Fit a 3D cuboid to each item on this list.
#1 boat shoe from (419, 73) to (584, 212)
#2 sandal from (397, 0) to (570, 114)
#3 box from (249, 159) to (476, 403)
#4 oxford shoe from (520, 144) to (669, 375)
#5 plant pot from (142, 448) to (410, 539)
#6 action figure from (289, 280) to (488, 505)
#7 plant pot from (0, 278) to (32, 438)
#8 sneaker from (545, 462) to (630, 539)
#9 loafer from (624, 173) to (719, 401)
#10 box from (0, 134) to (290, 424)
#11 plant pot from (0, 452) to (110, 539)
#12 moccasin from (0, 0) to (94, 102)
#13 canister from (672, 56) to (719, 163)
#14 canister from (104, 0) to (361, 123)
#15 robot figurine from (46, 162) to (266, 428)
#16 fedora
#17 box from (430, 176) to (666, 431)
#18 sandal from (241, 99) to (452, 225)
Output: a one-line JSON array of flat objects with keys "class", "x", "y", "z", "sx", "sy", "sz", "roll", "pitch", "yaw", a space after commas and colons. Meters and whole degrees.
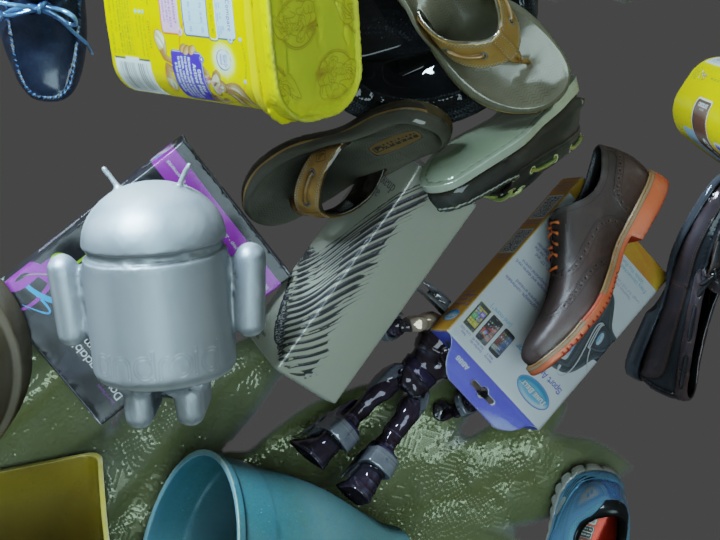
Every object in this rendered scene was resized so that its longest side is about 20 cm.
[{"class": "boat shoe", "x": 0.118, "y": -0.090, "z": 1.443, "sx": 0.201, "sy": 0.071, "sz": 0.061, "roll": -39, "pitch": 122, "yaw": -42}, {"class": "sandal", "x": 0.082, "y": -0.191, "z": 1.372, "sx": 0.080, "sy": 0.054, "sz": 0.200, "roll": -44, "pitch": 110, "yaw": -2}, {"class": "box", "x": 0.000, "y": 0.000, "z": 1.478, "sx": 0.068, "sy": 0.082, "sz": 0.201, "roll": 32, "pitch": 95, "yaw": -29}, {"class": "oxford shoe", "x": 0.170, "y": -0.009, "z": 1.466, "sx": 0.072, "sy": 0.071, "sz": 0.201, "roll": 34, "pitch": 70, "yaw": -9}, {"class": "plant pot", "x": -0.060, "y": 0.258, "z": 1.485, "sx": 0.187, "sy": 0.200, "sz": 0.201, "roll": 13, "pitch": 101, "yaw": -27}, {"class": "action figure", "x": 0.037, "y": 0.094, "z": 1.519, "sx": 0.130, "sy": 0.069, "sz": 0.200, "roll": 46, "pitch": 78, "yaw": -9}, {"class": "plant pot", "x": -0.359, "y": 0.091, "z": 1.385, "sx": 0.198, "sy": 0.174, "sz": 0.201, "roll": 0, "pitch": 108, "yaw": -1}, {"class": "sneaker", "x": 0.182, "y": 0.269, "z": 1.568, "sx": 0.078, "sy": 0.090, "sz": 0.201, "roll": 10, "pitch": 102, "yaw": -11}, {"class": "loafer", "x": 0.285, "y": 0.016, "z": 1.517, "sx": 0.063, "sy": 0.072, "sz": 0.201, "roll": 35, "pitch": 119, "yaw": 28}, {"class": "box", "x": -0.177, "y": 0.008, "z": 1.482, "sx": 0.200, "sy": 0.036, "sz": 0.143, "roll": -38, "pitch": 104, "yaw": 0}, {"class": "plant pot", "x": -0.285, "y": 0.285, "z": 1.455, "sx": 0.199, "sy": 0.200, "sz": 0.177, "roll": -10, "pitch": 115, "yaw": -7}, {"class": "moccasin", "x": -0.251, "y": -0.226, "z": 1.399, "sx": 0.080, "sy": 0.068, "sz": 0.201, "roll": -8, "pitch": 104, "yaw": -7}, {"class": "canister", "x": 0.341, "y": -0.101, "z": 1.452, "sx": 0.148, "sy": 0.200, "sz": 0.087, "roll": 32, "pitch": 96, "yaw": -14}, {"class": "canister", "x": -0.100, "y": -0.195, "z": 1.352, "sx": 0.086, "sy": 0.199, "sz": 0.150, "roll": -20, "pitch": 113, "yaw": -40}, {"class": "robot figurine", "x": -0.154, "y": 0.018, "z": 1.410, "sx": 0.168, "sy": 0.113, "sz": 0.201, "roll": -5, "pitch": 102, "yaw": -1}, {"class": "fedora", "x": 0.035, "y": -0.206, "z": 1.436, "sx": 0.199, "sy": 0.092, "sz": 0.202, "roll": -3, "pitch": 103, "yaw": -14}, {"class": "box", "x": 0.150, "y": 0.035, "z": 1.509, "sx": 0.200, "sy": 0.041, "sz": 0.119, "roll": -47, "pitch": 106, "yaw": -13}, {"class": "sandal", "x": -0.013, "y": -0.072, "z": 1.428, "sx": 0.199, "sy": 0.055, "sz": 0.082, "roll": -19, "pitch": 149, "yaw": 30}]
